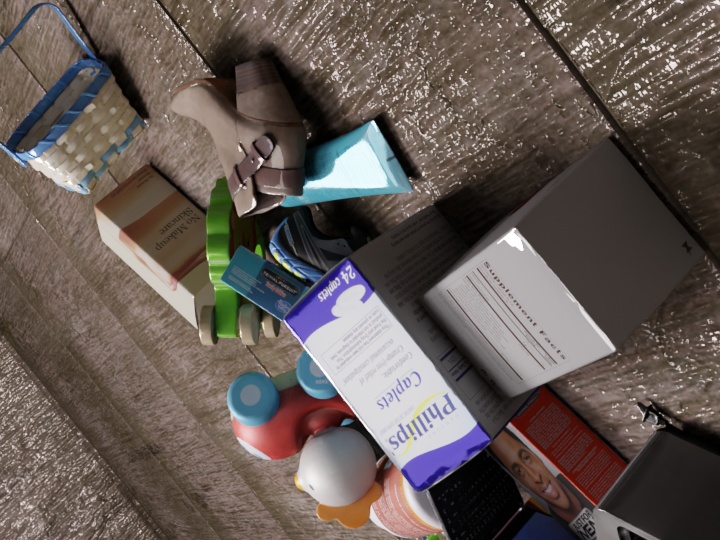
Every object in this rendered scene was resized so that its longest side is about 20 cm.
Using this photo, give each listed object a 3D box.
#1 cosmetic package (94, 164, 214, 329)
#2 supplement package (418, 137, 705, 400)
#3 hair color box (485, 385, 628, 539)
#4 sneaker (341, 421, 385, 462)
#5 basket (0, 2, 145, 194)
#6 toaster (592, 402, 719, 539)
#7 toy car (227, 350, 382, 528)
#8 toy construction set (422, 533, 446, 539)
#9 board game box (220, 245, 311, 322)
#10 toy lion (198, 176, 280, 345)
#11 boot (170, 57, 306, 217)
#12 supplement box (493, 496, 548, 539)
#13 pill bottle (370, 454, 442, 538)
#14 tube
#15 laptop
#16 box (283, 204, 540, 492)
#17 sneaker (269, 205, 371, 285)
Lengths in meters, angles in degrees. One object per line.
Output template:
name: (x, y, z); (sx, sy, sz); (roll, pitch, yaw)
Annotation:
cosmetic package: (-0.250, -0.033, 1.632); (0.199, 0.103, 0.088); (39, 154, 19)
supplement package: (0.155, 0.005, 0.986); (0.120, 0.121, 0.200); (49, 155, 0)
hair color box: (0.213, 0.206, 1.243); (0.200, 0.061, 0.102); (44, 155, 15)
sneaker: (-0.029, 0.218, 1.630); (0.200, 0.091, 0.076); (47, 157, 9)
basket: (-0.384, -0.204, 1.529); (0.138, 0.177, 0.201); (20, 154, 52)
toaster: (0.308, 0.248, 1.077); (0.199, 0.118, 0.183); (23, 144, 44)
toy car: (-0.053, 0.221, 1.489); (0.185, 0.174, 0.203); (71, 178, -69)
toy construction set: (0.141, 0.381, 1.588); (0.130, 0.092, 0.203); (27, 136, 39)
board game box: (-0.042, 0.052, 1.366); (0.150, 0.047, 0.199); (31, 179, 35)
toy lion: (-0.144, -0.013, 1.450); (0.200, 0.067, 0.196); (-2, -88, -82)
boot: (-0.129, -0.130, 1.274); (0.199, 0.069, 0.149); (-10, 91, 53)
supplement box: (0.166, 0.371, 1.385); (0.085, 0.200, 0.111); (31, 150, 31)
pill bottle: (0.073, 0.268, 1.502); (0.113, 0.112, 0.200); (49, 155, 0)
tube: (-0.025, -0.101, 1.234); (0.199, 0.050, 0.078); (-6, 125, 55)
laptop: (0.165, 0.239, 1.270); (0.102, 0.177, 0.203); (-25, 90, 30)
box: (0.060, 0.066, 1.120); (0.105, 0.183, 0.201); (-42, 85, 33)
sneaker: (0.000, 0.000, 1.293); (0.198, 0.083, 0.071); (32, 180, 5)
